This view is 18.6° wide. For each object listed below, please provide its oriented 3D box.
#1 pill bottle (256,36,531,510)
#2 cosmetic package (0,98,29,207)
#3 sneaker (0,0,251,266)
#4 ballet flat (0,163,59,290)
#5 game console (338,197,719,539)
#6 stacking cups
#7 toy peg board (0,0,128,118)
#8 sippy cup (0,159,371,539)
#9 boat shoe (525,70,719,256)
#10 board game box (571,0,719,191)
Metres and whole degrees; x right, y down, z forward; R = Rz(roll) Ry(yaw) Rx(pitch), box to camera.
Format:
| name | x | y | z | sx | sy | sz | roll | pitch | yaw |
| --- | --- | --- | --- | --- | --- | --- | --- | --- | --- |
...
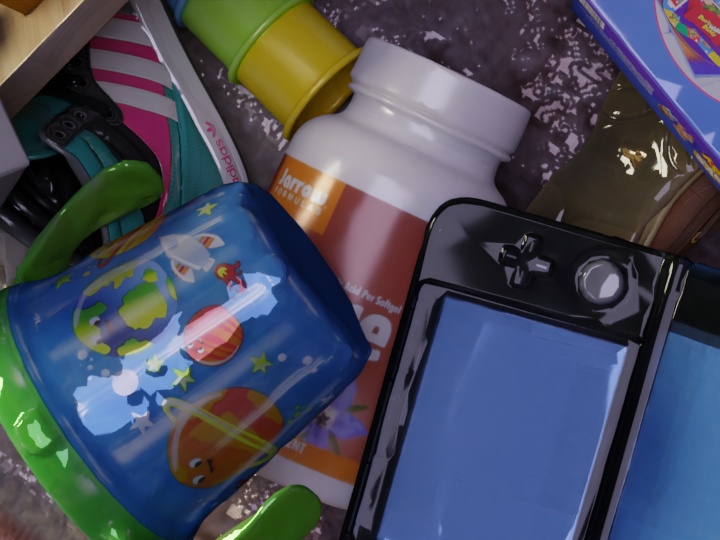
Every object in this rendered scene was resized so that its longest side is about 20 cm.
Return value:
| name | x | y | z | sx | sy | sz | roll | pitch | yaw |
| --- | --- | --- | --- | --- | --- | --- | --- | --- | --- |
| pill bottle | 0.000 | 0.000 | 1.019 | 0.112 | 0.112 | 0.201 | 25 | 93 | 8 |
| cosmetic package | -0.221 | -0.030 | 0.931 | 0.106 | 0.200 | 0.091 | -23 | 84 | -26 |
| sneaker | -0.146 | -0.082 | 1.031 | 0.084 | 0.121 | 0.201 | -33 | 88 | 47 |
| ballet flat | -0.190 | 0.005 | 1.069 | 0.073 | 0.073 | 0.201 | 30 | 93 | 8 |
| game console | 0.090 | 0.086 | 0.921 | 0.170 | 0.118 | 0.201 | 15 | 94 | -3 |
| stacking cups | -0.082 | -0.151 | 1.067 | 0.061 | 0.060 | 0.200 | -46 | 78 | 5 |
| toy peg board | -0.162 | -0.197 | 0.966 | 0.199 | 0.098 | 0.201 | -40 | 46 | 29 |
| sippy cup | -0.072 | 0.034 | 0.920 | 0.130 | 0.140 | 0.178 | -35 | 89 | 8 |
| boat shoe | 0.148 | -0.054 | 1.023 | 0.072 | 0.068 | 0.200 | 42 | 96 | 31 |
| board game box | 0.206 | -0.083 | 0.952 | 0.134 | 0.045 | 0.200 | -38 | 83 | -2 |
